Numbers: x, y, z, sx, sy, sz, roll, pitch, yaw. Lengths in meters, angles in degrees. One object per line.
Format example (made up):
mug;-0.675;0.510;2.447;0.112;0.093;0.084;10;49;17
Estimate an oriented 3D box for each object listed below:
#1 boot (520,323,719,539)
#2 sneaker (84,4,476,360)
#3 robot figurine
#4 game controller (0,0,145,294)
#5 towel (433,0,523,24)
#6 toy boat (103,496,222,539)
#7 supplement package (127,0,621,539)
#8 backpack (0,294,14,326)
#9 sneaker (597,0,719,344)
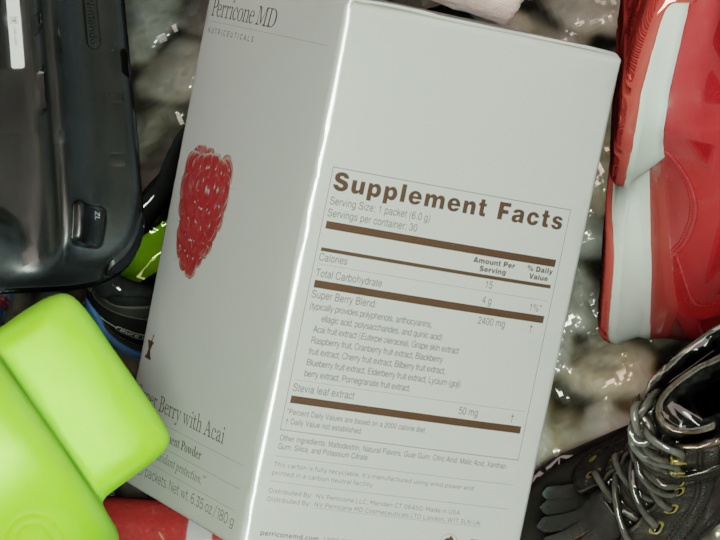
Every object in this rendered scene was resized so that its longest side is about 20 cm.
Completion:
boot;0.110;0.069;1.051;0.200;0.174;0.069;-34;76;-2
sneaker;-0.027;-0.037;1.139;0.199;0.083;0.071;-36;69;-4
robot figurine;-0.168;0.090;1.003;0.200;0.175;0.116;-35;95;-7
game controller;-0.139;-0.086;1.057;0.104;0.042;0.201;-6;69;-3
towel;-0.033;-0.177;1.109;0.200;0.191;0.032;17;120;-12
toy boat;-0.095;0.146;1.079;0.199;0.131;0.131;2;76;7
supplement package;0.000;0.000;1.058;0.120;0.121;0.201;9;95;-28
backpack;-0.237;-0.048;1.136;0.199;0.135;0.183;9;74;7
sneaker;0.153;-0.049;1.077;0.115;0.200;0.078;4;50;3
